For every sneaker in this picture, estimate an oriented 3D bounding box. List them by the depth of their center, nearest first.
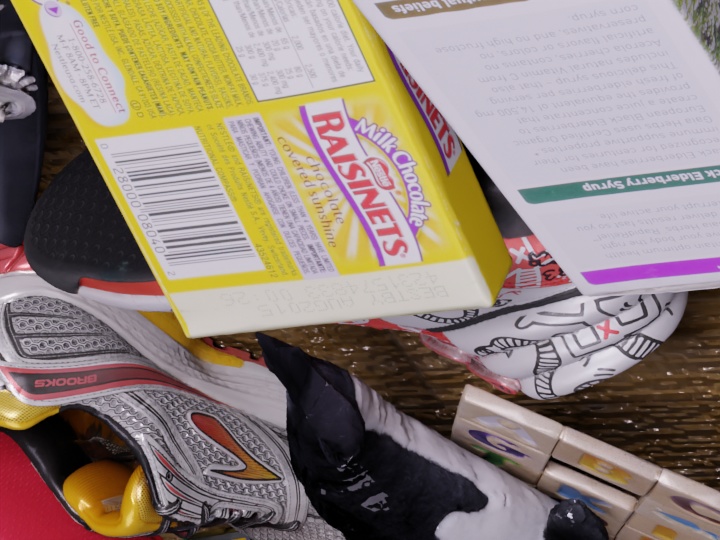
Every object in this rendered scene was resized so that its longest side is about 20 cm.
[{"bbox_3d":[0.000,0.001,0.831,0.200,0.068,0.108,-10,140,30],"label":"sneaker"},{"bbox_3d":[-0.068,0.067,0.955,0.078,0.083,0.200,-19,138,43],"label":"sneaker"}]

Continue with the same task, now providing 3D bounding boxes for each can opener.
[{"bbox_3d":[-0.119,-0.051,0.810,0.063,0.079,0.200,-12,156,-6],"label":"can opener"}]

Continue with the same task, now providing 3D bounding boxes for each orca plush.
[{"bbox_3d":[0.021,0.094,0.907,0.105,0.071,0.200,19,168,24],"label":"orca plush"}]

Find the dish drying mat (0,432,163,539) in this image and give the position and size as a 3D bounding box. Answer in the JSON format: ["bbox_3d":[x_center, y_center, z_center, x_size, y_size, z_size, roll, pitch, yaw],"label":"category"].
[{"bbox_3d":[-0.107,0.088,0.949,0.200,0.077,0.018,45,115,-2],"label":"dish drying mat"}]

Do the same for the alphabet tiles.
[{"bbox_3d":[0.122,0.095,0.915,0.199,0.008,0.167,23,168,5],"label":"alphabet tiles"}]

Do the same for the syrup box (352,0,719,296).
[{"bbox_3d":[0.053,-0.080,0.663,0.081,0.079,0.200,-6,145,30],"label":"syrup box"}]

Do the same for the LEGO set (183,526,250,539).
[{"bbox_3d":[0.003,0.188,1.046,0.115,0.200,0.154,-9,130,-8],"label":"LEGO set"}]

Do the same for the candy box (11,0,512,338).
[{"bbox_3d":[-0.041,-0.069,0.710,0.102,0.026,0.201,-7,124,28],"label":"candy box"}]
